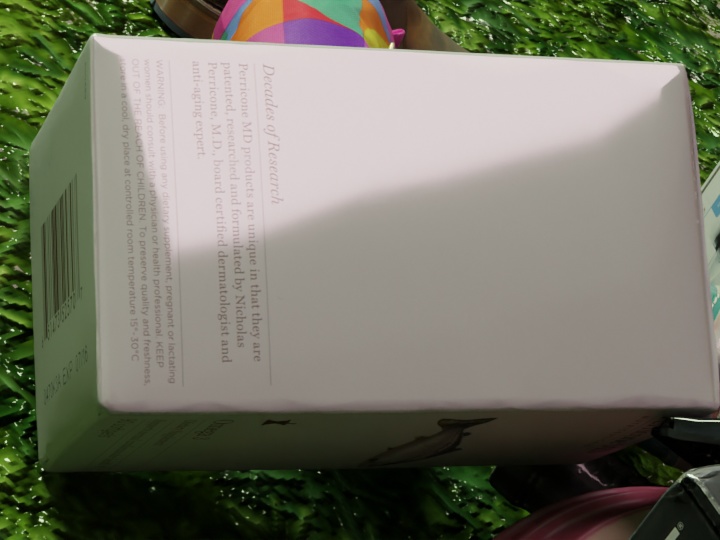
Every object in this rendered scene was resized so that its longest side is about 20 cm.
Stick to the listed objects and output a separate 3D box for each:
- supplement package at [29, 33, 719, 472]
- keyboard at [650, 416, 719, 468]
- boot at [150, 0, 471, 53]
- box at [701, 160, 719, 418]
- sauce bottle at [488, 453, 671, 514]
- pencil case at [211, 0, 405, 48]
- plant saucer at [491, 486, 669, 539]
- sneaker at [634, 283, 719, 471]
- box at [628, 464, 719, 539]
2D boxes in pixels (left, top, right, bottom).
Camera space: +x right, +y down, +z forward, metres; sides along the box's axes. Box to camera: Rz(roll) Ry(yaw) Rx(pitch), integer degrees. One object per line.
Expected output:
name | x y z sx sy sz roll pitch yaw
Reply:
supplement package | 0.000 0.000 0.696 0.198 0.117 0.118 1 76 -18
keyboard | 0.167 0.084 0.724 0.103 0.040 0.200 0 -12 22
boot | 0.013 -0.123 0.976 0.199 0.097 0.075 19 34 -20
box | 0.197 0.031 0.906 0.060 0.117 0.201 16 36 -24
sauce bottle | 0.133 0.126 0.770 0.200 0.065 0.065 38 32 14
pencil case | -0.017 -0.047 0.859 0.088 0.089 0.201 20 36 -18
plant saucer | 0.114 0.150 0.671 0.199 0.051 0.202 9 52 -12
sneaker | 0.097 0.032 0.823 0.079 0.072 0.200 13 0 1
box | 0.084 0.173 0.527 0.043 0.201 0.161 3 42 -38
